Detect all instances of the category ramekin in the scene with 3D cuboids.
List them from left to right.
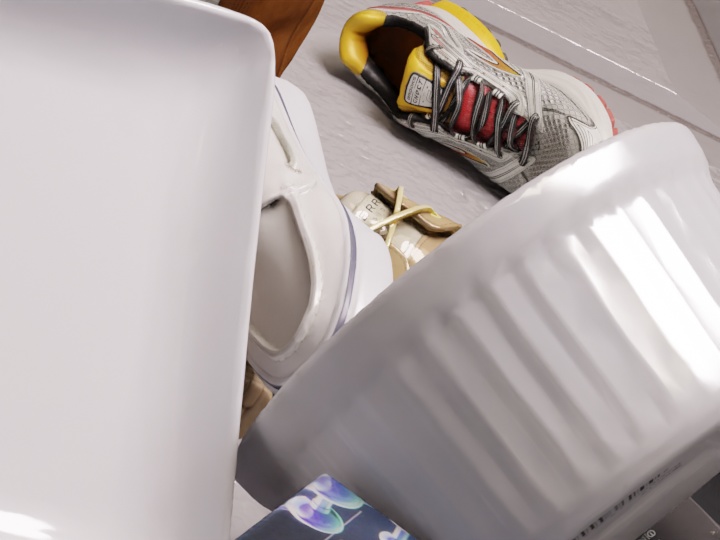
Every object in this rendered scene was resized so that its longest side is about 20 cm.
[{"bbox_3d":[0.063,0.049,0.887,0.098,0.200,0.200,52,27,13],"label":"ramekin"}]

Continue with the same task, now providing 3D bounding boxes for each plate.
[{"bbox_3d":[-0.120,-0.001,0.792,0.199,0.201,0.032,13,-13,-37],"label":"plate"}]

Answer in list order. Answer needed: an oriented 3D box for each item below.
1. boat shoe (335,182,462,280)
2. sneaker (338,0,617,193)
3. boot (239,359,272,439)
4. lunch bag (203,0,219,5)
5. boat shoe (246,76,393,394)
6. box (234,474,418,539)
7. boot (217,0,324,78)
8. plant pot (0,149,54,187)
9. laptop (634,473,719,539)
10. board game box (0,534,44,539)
[{"bbox_3d":[0.000,0.000,1.048,0.199,0.067,0.074,5,35,30],"label":"boat shoe"},{"bbox_3d":[0.062,-0.088,1.436,0.082,0.078,0.200,-1,28,-46],"label":"sneaker"},{"bbox_3d":[-0.131,-0.012,0.980,0.166,0.072,0.200,40,0,38],"label":"boot"},{"bbox_3d":[-0.143,-0.189,1.327,0.199,0.118,0.164,20,23,-10],"label":"lunch bag"},{"bbox_3d":[-0.043,-0.024,0.979,0.066,0.072,0.200,27,28,-31],"label":"boat shoe"},{"bbox_3d":[0.017,0.175,0.752,0.199,0.107,0.148,34,23,11],"label":"box"},{"bbox_3d":[-0.045,-0.109,1.157,0.068,0.201,0.188,34,22,11],"label":"boot"},{"bbox_3d":[-0.178,-0.054,0.893,0.199,0.028,0.200,2,8,0],"label":"plant pot"},{"bbox_3d":[0.105,0.130,1.018,0.199,0.116,0.187,-32,52,-18],"label":"laptop"},{"bbox_3d":[-0.188,0.045,0.855,0.134,0.045,0.200,12,28,-39],"label":"board game box"}]
